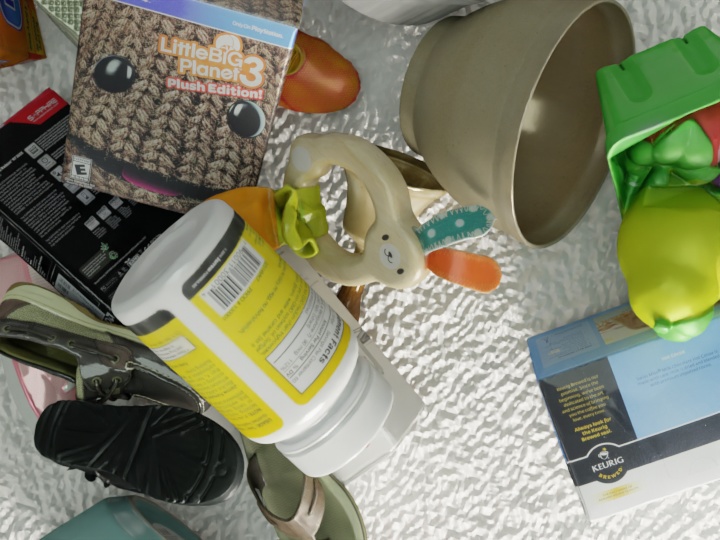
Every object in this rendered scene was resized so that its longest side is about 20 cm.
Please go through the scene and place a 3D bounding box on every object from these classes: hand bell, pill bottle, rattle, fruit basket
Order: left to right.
[{"bbox_3d":[-0.075,0.054,0.849,0.114,0.114,0.200,-41,109,8],"label":"pill bottle"},{"bbox_3d":[-0.010,-0.026,0.875,0.200,0.143,0.130,35,110,30],"label":"rattle"},{"bbox_3d":[0.000,0.000,1.006,0.104,0.104,0.200,20,109,3],"label":"hand bell"},{"bbox_3d":[0.258,-0.051,0.883,0.155,0.216,0.216,-22,93,7],"label":"fruit basket"}]

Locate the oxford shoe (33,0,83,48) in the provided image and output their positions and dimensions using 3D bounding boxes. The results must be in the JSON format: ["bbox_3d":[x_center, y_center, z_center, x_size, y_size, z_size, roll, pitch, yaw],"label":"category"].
[{"bbox_3d":[-0.218,-0.205,1.014,0.075,0.058,0.200,-41,105,2],"label":"oxford shoe"}]

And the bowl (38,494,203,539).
[{"bbox_3d":[-0.189,0.270,0.995,0.201,0.201,0.105,38,85,1],"label":"bowl"}]

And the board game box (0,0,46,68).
[{"bbox_3d":[-0.410,-0.259,0.952,0.199,0.200,0.200,-11,94,6],"label":"board game box"}]

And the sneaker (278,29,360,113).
[{"bbox_3d":[-0.094,-0.191,0.990,0.200,0.077,0.073,26,96,1],"label":"sneaker"}]

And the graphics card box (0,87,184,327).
[{"bbox_3d":[-0.241,-0.050,0.999,0.200,0.051,0.126,40,56,1],"label":"graphics card box"}]

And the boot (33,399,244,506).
[{"bbox_3d":[-0.160,0.162,0.970,0.198,0.162,0.074,7,72,22],"label":"boot"}]

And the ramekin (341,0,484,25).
[{"bbox_3d":[0.035,-0.290,0.918,0.202,0.094,0.203,11,69,-30],"label":"ramekin"}]

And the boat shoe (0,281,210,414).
[{"bbox_3d":[-0.216,0.079,0.949,0.200,0.072,0.066,25,55,5],"label":"boat shoe"}]

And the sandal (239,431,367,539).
[{"bbox_3d":[-0.061,0.175,0.939,0.080,0.057,0.201,-21,100,27],"label":"sandal"}]

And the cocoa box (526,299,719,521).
[{"bbox_3d":[0.253,0.096,0.950,0.200,0.133,0.132,-21,99,8],"label":"cocoa box"}]

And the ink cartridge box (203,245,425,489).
[{"bbox_3d":[-0.066,0.093,0.991,0.146,0.083,0.200,-39,92,30],"label":"ink cartridge box"}]

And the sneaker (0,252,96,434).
[{"bbox_3d":[-0.260,0.068,1.027,0.104,0.075,0.201,-23,89,18],"label":"sneaker"}]

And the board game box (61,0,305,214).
[{"bbox_3d":[-0.142,-0.155,0.927,0.159,0.097,0.200,14,130,-6],"label":"board game box"}]

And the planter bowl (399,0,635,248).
[{"bbox_3d":[0.118,-0.134,0.931,0.135,0.200,0.201,23,98,31],"label":"planter bowl"}]
